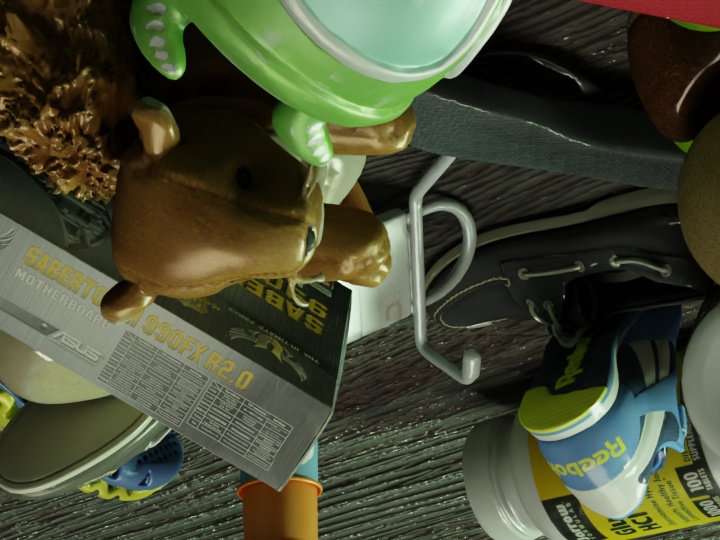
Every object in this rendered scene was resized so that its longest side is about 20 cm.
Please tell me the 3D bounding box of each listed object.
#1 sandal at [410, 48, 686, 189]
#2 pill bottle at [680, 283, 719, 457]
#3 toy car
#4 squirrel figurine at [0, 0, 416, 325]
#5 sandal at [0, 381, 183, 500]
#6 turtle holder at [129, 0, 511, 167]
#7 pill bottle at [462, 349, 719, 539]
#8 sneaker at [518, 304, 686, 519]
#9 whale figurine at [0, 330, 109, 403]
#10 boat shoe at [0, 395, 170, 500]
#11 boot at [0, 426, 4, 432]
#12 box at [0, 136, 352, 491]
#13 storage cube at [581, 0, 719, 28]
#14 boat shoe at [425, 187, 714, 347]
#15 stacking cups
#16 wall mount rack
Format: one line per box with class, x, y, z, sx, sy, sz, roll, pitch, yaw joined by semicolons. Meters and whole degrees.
sandal;0.091;-0.077;1.090;0.199;0.043;0.076;10;166;-32
pill bottle;0.236;0.048;1.251;0.106;0.107;0.200;-7;-176;12
toy car;0.200;-0.041;0.968;0.157;0.201;0.164;-6;158;9
squirrel figurine;-0.079;-0.050;0.938;0.199;0.187;0.142;20;117;8
sandal;-0.171;0.057;1.281;0.087;0.080;0.200;-42;121;14
turtle holder;-0.018;-0.146;0.819;0.132;0.141;0.186;-35;103;29
pill bottle;0.172;0.121;1.472;0.199;0.113;0.112;-17;153;32
sneaker;0.148;0.072;1.286;0.074;0.082;0.200;-26;-168;30
whale figurine;-0.124;-0.020;1.156;0.159;0.104;0.200;-5;144;-49
boat shoe;-0.121;0.069;1.246;0.067;0.200;0.057;31;149;30
boot;-0.192;0.061;1.373;0.199;0.066;0.175;-16;160;26
box;-0.102;0.002;1.004;0.199;0.158;0.048;31;107;-6
storage cube;0.098;-0.188;0.643;0.179;0.172;0.200;8;155;-24
boat shoe;0.115;0.009;1.261;0.199;0.063;0.073;-19;152;36
stacking cups;-0.044;0.110;1.313;0.060;0.201;0.061;-4;159;-2
wall mount rack;0.000;0.000;1.157;0.199;0.074;0.174;-23;127;-29
